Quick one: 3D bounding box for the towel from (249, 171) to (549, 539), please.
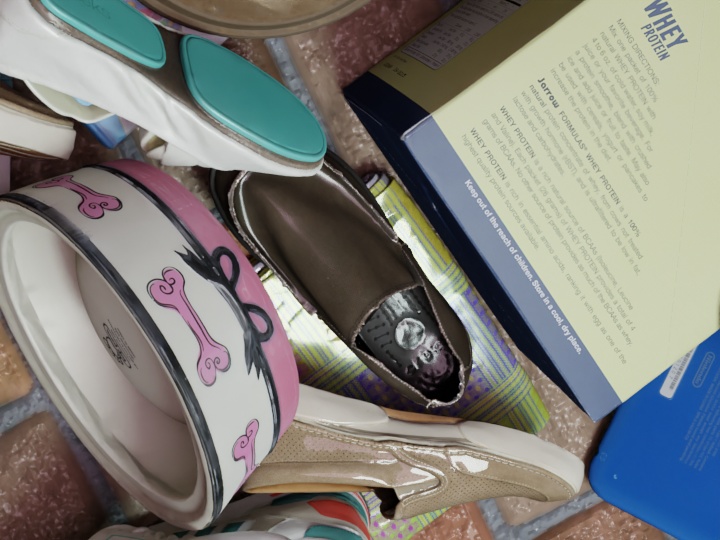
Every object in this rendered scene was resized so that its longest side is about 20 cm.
[{"bbox_3d":[0.009,0.054,1.113,0.143,0.023,0.200,-38,111,-2],"label":"towel"}]

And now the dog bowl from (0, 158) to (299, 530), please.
[{"bbox_3d":[-0.110,0.031,0.992,0.074,0.200,0.201,-35,112,-25],"label":"dog bowl"}]

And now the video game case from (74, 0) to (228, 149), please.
[{"bbox_3d":[-0.107,-0.184,1.003,0.200,0.018,0.143,-45,111,-8],"label":"video game case"}]

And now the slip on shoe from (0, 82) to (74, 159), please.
[{"bbox_3d":[-0.228,-0.108,0.943,0.199,0.076,0.061,20,82,-24],"label":"slip on shoe"}]

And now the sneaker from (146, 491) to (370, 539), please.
[{"bbox_3d":[-0.084,0.183,1.079,0.199,0.093,0.071,-23,109,1],"label":"sneaker"}]

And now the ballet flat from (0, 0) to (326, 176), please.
[{"bbox_3d":[-0.106,-0.091,0.960,0.199,0.069,0.070,27,98,-37],"label":"ballet flat"}]

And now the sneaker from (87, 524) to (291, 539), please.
[{"bbox_3d":[-0.116,0.165,1.028,0.199,0.080,0.071,-19,122,23],"label":"sneaker"}]

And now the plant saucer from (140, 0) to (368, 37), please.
[{"bbox_3d":[-0.049,-0.206,0.953,0.199,0.030,0.201,-4,119,-7],"label":"plant saucer"}]

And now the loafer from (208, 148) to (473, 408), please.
[{"bbox_3d":[0.000,0.000,1.044,0.073,0.071,0.200,-46,112,1],"label":"loafer"}]

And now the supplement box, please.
[{"bbox_3d":[0.135,-0.069,1.050,0.199,0.134,0.200,-37,111,-2],"label":"supplement box"}]

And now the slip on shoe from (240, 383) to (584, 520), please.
[{"bbox_3d":[0.027,0.112,1.074,0.199,0.076,0.061,15,73,-15],"label":"slip on shoe"}]

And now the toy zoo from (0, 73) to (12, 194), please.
[{"bbox_3d":[-0.245,-0.098,0.994,0.130,0.020,0.201,-2,106,-24],"label":"toy zoo"}]

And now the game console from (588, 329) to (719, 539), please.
[{"bbox_3d":[0.260,0.078,1.186,0.170,0.118,0.201,27,98,12],"label":"game console"}]
